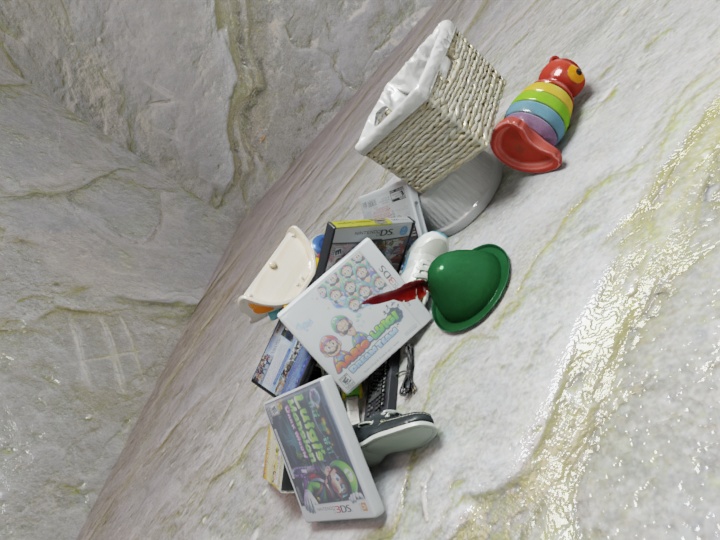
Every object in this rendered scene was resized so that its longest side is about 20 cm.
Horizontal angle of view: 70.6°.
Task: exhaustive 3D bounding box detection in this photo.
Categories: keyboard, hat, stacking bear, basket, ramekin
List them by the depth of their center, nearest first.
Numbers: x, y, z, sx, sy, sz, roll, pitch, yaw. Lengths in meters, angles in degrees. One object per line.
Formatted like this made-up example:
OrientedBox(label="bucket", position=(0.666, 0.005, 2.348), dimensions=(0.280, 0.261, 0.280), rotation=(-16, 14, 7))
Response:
OrientedBox(label="hat", position=(0.117, -0.011, 0.800), dimensions=(0.166, 0.176, 0.200), rotation=(-46, 23, 22))
OrientedBox(label="keyboard", position=(0.050, 0.182, 0.874), dimensions=(0.127, 0.021, 0.200), rotation=(-40, 26, 34))
OrientedBox(label="stacking bear", position=(0.318, -0.280, 0.877), dimensions=(0.200, 0.121, 0.114), rotation=(-57, 10, -12))
OrientedBox(label="basket", position=(0.128, -0.281, 0.900), dimensions=(0.200, 0.161, 0.198), rotation=(-33, 30, 55))
OrientedBox(label="ramekin", position=(0.176, -0.177, 1.028), dimensions=(0.200, 0.105, 0.200), rotation=(-45, 23, 24))

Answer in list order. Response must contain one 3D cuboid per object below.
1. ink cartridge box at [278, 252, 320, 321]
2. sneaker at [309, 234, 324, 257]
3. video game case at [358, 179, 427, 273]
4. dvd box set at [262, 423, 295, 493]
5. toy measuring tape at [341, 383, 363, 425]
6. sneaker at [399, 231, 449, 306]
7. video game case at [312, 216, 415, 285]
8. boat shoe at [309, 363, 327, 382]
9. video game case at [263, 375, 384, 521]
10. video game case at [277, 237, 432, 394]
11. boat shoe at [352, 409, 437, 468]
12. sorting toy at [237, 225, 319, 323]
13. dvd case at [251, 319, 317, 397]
OrientedBox(label="ink cartridge box", position=(-0.066, 0.073, 1.108), dimensions=(0.200, 0.145, 0.145), rotation=(-52, 22, 8))
OrientedBox(label="sneaker", position=(-0.020, -0.069, 1.189), dimensions=(0.111, 0.200, 0.077), rotation=(-33, 64, 41))
OrientedBox(label="video game case", position=(0.071, -0.083, 1.052), dimensions=(0.023, 0.182, 0.200), rotation=(-17, 5, -27))
OrientedBox(label="dvd box set", position=(-0.144, 0.322, 0.944), dimensions=(0.200, 0.029, 0.146), rotation=(141, 137, -65))
OrientedBox(label="toy measuring tape", position=(-0.018, 0.201, 0.912), dimensions=(0.074, 0.074, 0.200), rotation=(-46, 22, 22))
OrientedBox(label="sneaker", position=(0.105, 0.023, 0.927), dimensions=(0.200, 0.076, 0.081), rotation=(-61, 18, 10))
OrientedBox(label="video game case", position=(0.000, 0.000, 0.914), dimensions=(0.026, 0.181, 0.200), rotation=(43, 128, 40))
OrientedBox(label="boat shoe", position=(-0.091, 0.200, 0.979), dimensions=(0.200, 0.072, 0.062), rotation=(96, -170, -51))
OrientedBox(label="video game case", position=(-0.064, 0.275, 0.767), dimensions=(0.023, 0.200, 0.182), rotation=(-13, -14, -44))
OrientedBox(label="video game case", position=(-0.006, 0.077, 0.856), dimensions=(0.200, 0.182, 0.024), rotation=(-41, 12, -6))
OrientedBox(label="boat shoe", position=(0.033, 0.237, 0.747), dimensions=(0.200, 0.076, 0.060), rotation=(-36, 37, 38))
OrientedBox(label="sorting toy", position=(-0.174, 0.040, 1.064), dimensions=(0.180, 0.107, 0.200), rotation=(-43, 14, 55))
OrientedBox(label="dvd case", position=(-0.135, 0.163, 0.940), dimensions=(0.200, 0.018, 0.143), rotation=(5, 69, 59))
